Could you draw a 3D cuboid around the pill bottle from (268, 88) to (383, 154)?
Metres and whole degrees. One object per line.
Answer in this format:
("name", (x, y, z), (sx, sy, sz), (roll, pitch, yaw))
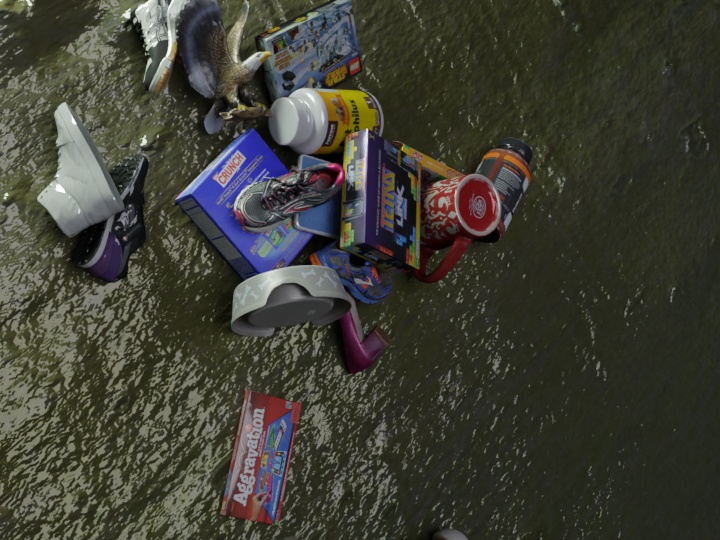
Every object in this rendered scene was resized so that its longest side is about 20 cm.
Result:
("pill bottle", (-0.060, -0.255, 1.678), (0.198, 0.108, 0.111), (-9, 89, -45))

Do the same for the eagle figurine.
("eagle figurine", (-0.213, -0.335, 1.591), (0.149, 0.152, 0.202), (-25, 85, -15))

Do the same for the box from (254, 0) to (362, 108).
("box", (-0.087, -0.376, 1.705), (0.199, 0.040, 0.139), (-34, 129, -32))

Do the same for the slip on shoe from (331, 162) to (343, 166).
("slip on shoe", (-0.031, -0.154, 1.732), (0.197, 0.060, 0.077), (-4, 86, -33))

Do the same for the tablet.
("tablet", (-0.028, -0.114, 1.679), (0.198, 0.014, 0.133), (14, 72, -35))

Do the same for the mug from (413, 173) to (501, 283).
("mug", (0.159, -0.082, 1.765), (0.132, 0.199, 0.180), (-22, 95, -33))

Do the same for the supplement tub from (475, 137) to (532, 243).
("supplement tub", (0.266, -0.161, 1.901), (0.107, 0.106, 0.202), (39, 65, -22))

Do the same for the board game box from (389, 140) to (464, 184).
("board game box", (0.114, -0.184, 1.810), (0.198, 0.095, 0.030), (26, 71, -28))

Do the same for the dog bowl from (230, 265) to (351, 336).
("dog bowl", (-0.115, 0.049, 1.579), (0.197, 0.200, 0.060), (-1, 70, -33))

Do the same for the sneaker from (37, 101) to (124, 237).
("sneaker", (-0.442, -0.148, 1.455), (0.114, 0.074, 0.202), (-29, 70, 1))

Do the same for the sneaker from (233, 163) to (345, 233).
("sneaker", (-0.115, -0.127, 1.570), (0.198, 0.075, 0.082), (-28, 91, -27))

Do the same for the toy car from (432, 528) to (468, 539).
("toy car", (0.169, 0.568, 1.718), (0.175, 0.149, 0.201), (-43, 107, -30))

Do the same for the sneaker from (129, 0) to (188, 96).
("sneaker", (-0.332, -0.378, 1.570), (0.086, 0.076, 0.203), (14, 72, -15))

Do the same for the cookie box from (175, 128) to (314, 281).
("cookie box", (-0.179, -0.102, 1.619), (0.201, 0.075, 0.172), (51, 58, -18))

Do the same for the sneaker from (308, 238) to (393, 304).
("sneaker", (0.000, 0.000, 1.688), (0.199, 0.078, 0.076), (21, 35, -51))

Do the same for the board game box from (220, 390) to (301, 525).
("board game box", (-0.163, 0.309, 1.613), (0.102, 0.019, 0.203), (18, 74, -29))

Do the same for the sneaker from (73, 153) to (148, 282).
("sneaker", (-0.367, -0.079, 1.512), (0.087, 0.075, 0.203), (39, 64, -43))

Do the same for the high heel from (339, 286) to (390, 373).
("high heel", (-0.040, 0.083, 1.713), (0.200, 0.096, 0.067), (48, 20, -4))

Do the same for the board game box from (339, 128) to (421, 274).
("board game box", (0.038, -0.115, 1.662), (0.164, 0.056, 0.204), (24, 63, -51))
